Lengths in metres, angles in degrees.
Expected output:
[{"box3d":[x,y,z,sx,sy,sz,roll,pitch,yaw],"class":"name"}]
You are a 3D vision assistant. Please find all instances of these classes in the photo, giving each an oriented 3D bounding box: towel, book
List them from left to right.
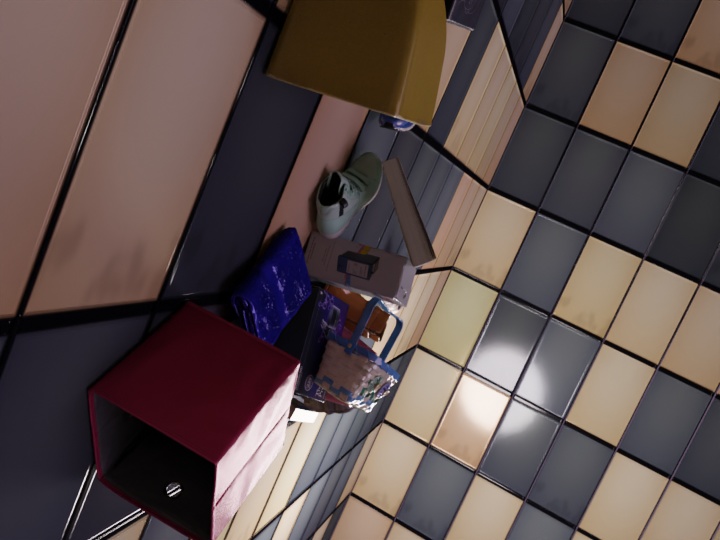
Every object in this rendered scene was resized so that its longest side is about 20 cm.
[{"box3d":[-0.141,0.039,1.192,0.201,0.049,0.149,-60,153,-47],"class":"towel"},{"box3d":[0.087,-0.106,1.376,0.048,0.202,0.134,-19,178,2],"class":"book"}]

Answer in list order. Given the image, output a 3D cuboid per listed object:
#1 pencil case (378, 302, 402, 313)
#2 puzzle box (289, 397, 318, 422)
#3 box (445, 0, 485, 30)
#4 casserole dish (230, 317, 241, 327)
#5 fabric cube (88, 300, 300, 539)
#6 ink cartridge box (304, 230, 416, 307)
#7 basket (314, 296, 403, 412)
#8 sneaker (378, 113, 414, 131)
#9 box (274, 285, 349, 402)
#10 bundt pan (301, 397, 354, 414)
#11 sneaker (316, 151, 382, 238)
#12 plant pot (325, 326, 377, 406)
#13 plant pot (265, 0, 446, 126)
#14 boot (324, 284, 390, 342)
[{"box3d":[0.088,0.057,2.081,0.089,0.078,0.200,-40,159,-13],"class":"pencil case"},{"box3d":[-0.162,0.252,1.404,0.026,0.132,0.200,-60,166,-7],"class":"puzzle box"},{"box3d":[0.160,-0.537,1.233,0.196,0.123,0.202,-28,141,-65],"class":"box"},{"box3d":[-0.201,0.125,1.238,0.122,0.038,0.200,-69,166,16],"class":"casserole dish"},{"box3d":[-0.223,0.205,0.978,0.200,0.194,0.202,-50,160,-48],"class":"fabric cube"},{"box3d":[0.000,0.000,1.403,0.145,0.198,0.089,36,72,-75],"class":"ink cartridge box"},{"box3d":[0.012,0.163,1.388,0.202,0.138,0.176,-65,152,-9],"class":"basket"},{"box3d":[0.087,-0.354,1.412,0.090,0.078,0.201,84,25,-52],"class":"sneaker"},{"box3d":[-0.104,0.140,1.389,0.141,0.078,0.203,34,68,-59],"class":"box"},{"box3d":[-0.053,0.244,1.695,0.202,0.200,0.077,-49,136,-47],"class":"bundt pan"},{"box3d":[-0.016,-0.164,1.334,0.202,0.073,0.119,-58,165,-23],"class":"sneaker"},{"box3d":[-0.069,0.196,1.550,0.201,0.177,0.201,-58,164,-26],"class":"plant pot"},{"box3d":[0.017,-0.325,0.971,0.195,0.192,0.202,-19,128,-70],"class":"plant pot"},{"box3d":[-0.006,0.076,1.615,0.077,0.154,0.201,-50,160,-43],"class":"boot"}]
